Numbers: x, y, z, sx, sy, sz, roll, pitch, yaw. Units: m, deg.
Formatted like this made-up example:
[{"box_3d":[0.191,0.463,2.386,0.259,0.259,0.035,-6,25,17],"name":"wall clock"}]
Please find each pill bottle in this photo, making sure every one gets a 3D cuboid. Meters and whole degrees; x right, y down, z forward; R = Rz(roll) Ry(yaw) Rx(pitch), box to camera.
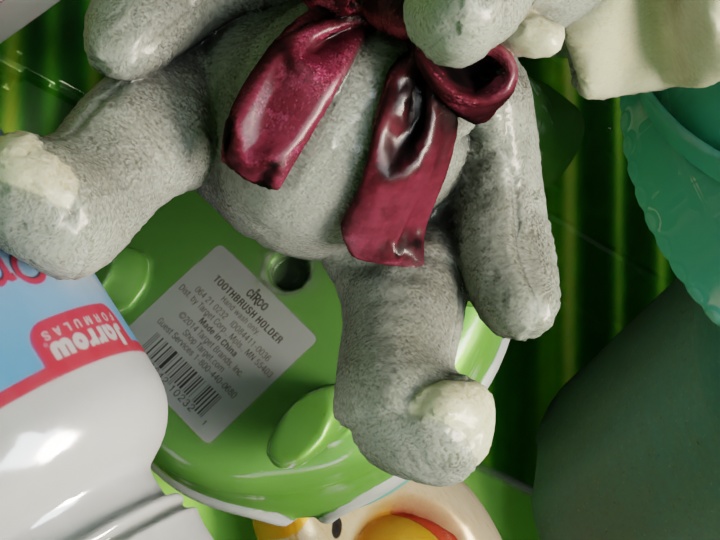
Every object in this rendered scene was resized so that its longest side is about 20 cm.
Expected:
[{"box_3d":[-0.126,0.025,0.624,0.109,0.109,0.200,-29,80,-33],"name":"pill bottle"}]

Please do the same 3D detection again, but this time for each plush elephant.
[{"box_3d":[0.018,-0.067,0.605,0.165,0.155,0.200,35,44,-8],"name":"plush elephant"}]

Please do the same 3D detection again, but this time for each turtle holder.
[{"box_3d":[-0.011,0.001,0.750,0.132,0.141,0.186,67,39,-66],"name":"turtle holder"}]

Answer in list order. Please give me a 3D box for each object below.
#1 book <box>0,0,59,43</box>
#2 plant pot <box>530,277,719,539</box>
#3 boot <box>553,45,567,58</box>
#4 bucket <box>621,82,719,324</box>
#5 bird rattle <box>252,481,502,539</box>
[{"box_3d":[-0.158,-0.144,0.593,0.200,0.134,0.048,35,55,-23],"name":"book"},{"box_3d":[0.176,0.064,0.838,0.200,0.196,0.201,12,61,-23],"name":"plant pot"},{"box_3d":[0.086,-0.132,0.793,0.096,0.074,0.200,-56,170,16],"name":"boot"},{"box_3d":[0.192,-0.060,0.695,0.207,0.135,0.208,13,59,-24],"name":"bucket"},{"box_3d":[0.028,0.147,0.820,0.200,0.113,0.163,-8,82,-41],"name":"bird rattle"}]
